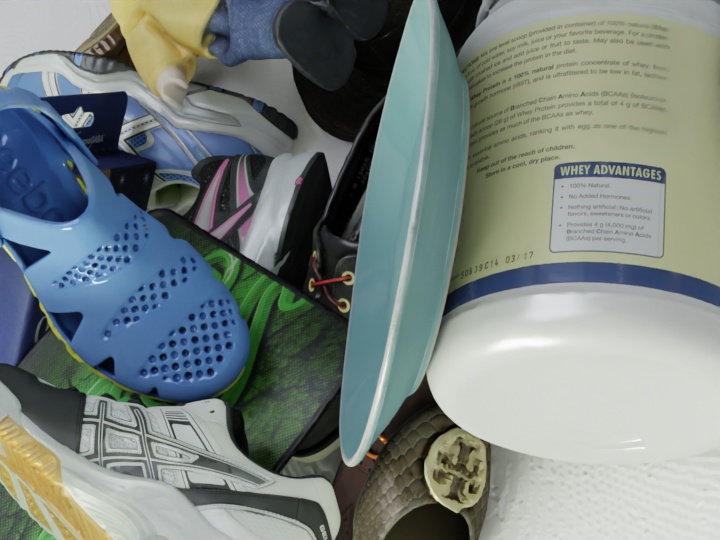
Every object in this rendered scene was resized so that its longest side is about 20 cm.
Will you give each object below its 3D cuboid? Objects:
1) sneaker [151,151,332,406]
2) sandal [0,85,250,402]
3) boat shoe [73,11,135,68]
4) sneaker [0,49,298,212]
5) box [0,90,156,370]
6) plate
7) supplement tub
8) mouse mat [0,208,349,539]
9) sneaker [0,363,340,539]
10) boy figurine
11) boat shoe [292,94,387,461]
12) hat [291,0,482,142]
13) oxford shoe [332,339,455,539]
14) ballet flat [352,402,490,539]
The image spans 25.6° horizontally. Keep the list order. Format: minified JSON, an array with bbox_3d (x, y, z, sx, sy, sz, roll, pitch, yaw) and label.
[{"bbox_3d":[-0.082,0.024,0.851,0.085,0.081,0.201,10,60,23],"label":"sneaker"},{"bbox_3d":[-0.132,-0.015,0.746,0.080,0.200,0.087,-48,2,-14],"label":"sandal"},{"bbox_3d":[-0.143,-0.133,1.019,0.200,0.071,0.065,-40,10,26],"label":"boat shoe"},{"bbox_3d":[-0.138,-0.078,0.941,0.198,0.076,0.078,15,84,24],"label":"sneaker"},{"bbox_3d":[-0.163,0.005,0.864,0.032,0.121,0.202,17,103,15],"label":"box"},{"bbox_3d":[0.020,-0.017,0.664,0.200,0.025,0.203,-170,90,-85],"label":"plate"},{"bbox_3d":[0.106,-0.033,0.685,0.144,0.145,0.202,-13,58,35],"label":"supplement tub"},{"bbox_3d":[-0.109,0.074,0.775,0.160,0.008,0.201,30,72,29],"label":"mouse mat"},{"bbox_3d":[-0.096,0.091,0.725,0.199,0.076,0.088,30,59,24],"label":"sneaker"},{"bbox_3d":[-0.081,-0.140,0.868,0.199,0.064,0.125,10,63,47],"label":"boy figurine"},{"bbox_3d":[-0.002,-0.001,0.819,0.073,0.063,0.203,22,82,42],"label":"boat shoe"},{"bbox_3d":[0.016,-0.177,0.890,0.199,0.081,0.203,-21,53,31],"label":"hat"},{"bbox_3d":[0.016,0.070,0.752,0.071,0.072,0.202,18,78,44],"label":"oxford shoe"},{"bbox_3d":[0.015,0.156,0.705,0.046,0.067,0.202,15,81,63],"label":"ballet flat"}]
